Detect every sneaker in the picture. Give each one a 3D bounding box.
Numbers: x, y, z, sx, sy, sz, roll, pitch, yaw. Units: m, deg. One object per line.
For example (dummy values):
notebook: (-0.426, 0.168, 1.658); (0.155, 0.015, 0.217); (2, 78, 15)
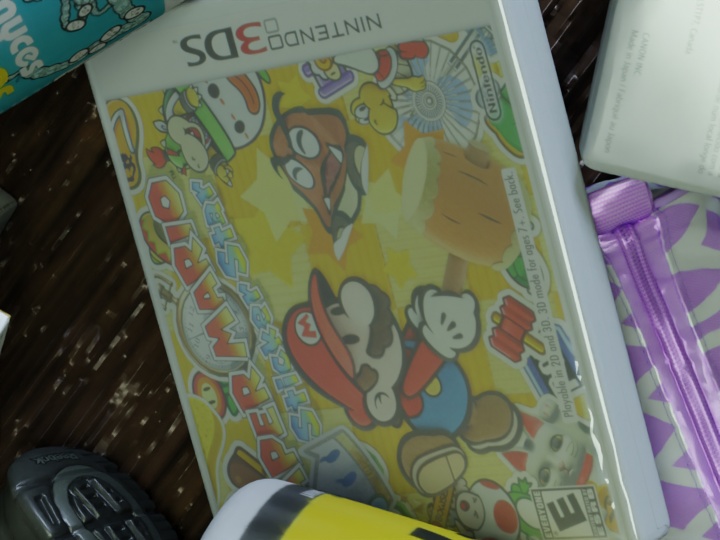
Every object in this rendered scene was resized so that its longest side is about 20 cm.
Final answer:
sneaker: (-0.076, 0.161, 0.944); (0.091, 0.076, 0.200); (-42, 79, 28)

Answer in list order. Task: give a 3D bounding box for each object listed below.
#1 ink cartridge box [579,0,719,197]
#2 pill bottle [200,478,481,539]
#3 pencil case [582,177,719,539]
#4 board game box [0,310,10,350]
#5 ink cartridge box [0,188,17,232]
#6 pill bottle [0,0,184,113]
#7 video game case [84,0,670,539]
ink cartridge box: (0.179, -0.090, 0.798); (0.200, 0.050, 0.162); (12, 109, 3)
pill bottle: (0.043, 0.145, 0.833); (0.200, 0.114, 0.114); (16, 104, 15)
pencil case: (0.112, 0.062, 0.883); (0.084, 0.086, 0.200); (-24, 96, 6)
board game box: (-0.212, 0.002, 0.852); (0.200, 0.134, 0.034); (32, 62, 1)
ink cartridge box: (-0.234, -0.038, 0.934); (0.200, 0.050, 0.109); (37, 105, -1)
pill bottle: (-0.125, -0.110, 0.855); (0.200, 0.111, 0.111); (-33, 95, -9)
video game case: (0.000, 0.000, 0.877); (0.182, 0.023, 0.200); (-7, 102, 40)
